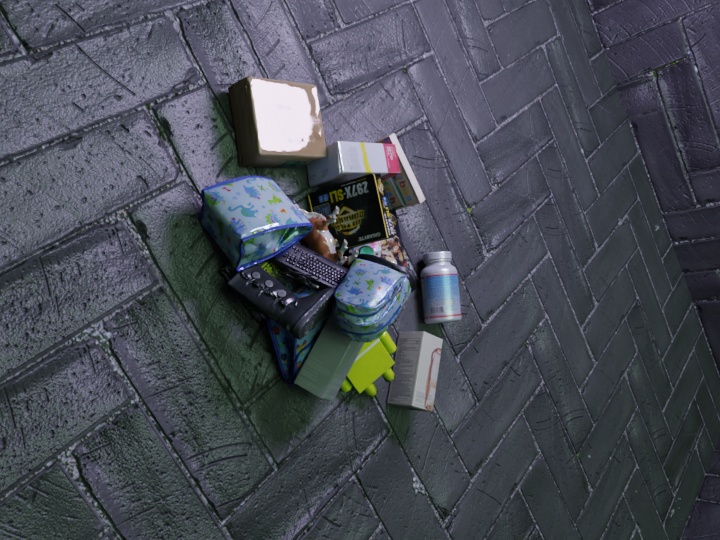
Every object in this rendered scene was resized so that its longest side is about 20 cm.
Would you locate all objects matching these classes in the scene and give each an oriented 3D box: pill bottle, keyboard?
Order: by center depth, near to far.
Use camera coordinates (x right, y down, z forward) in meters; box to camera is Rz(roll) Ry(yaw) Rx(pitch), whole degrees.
[{"bbox_3d":[-0.113,-0.007,1.342,0.198,0.040,0.105,25,56,-7],"label":"keyboard"},{"bbox_3d":[0.231,0.050,1.692,0.108,0.108,0.203,-1,85,-40],"label":"pill bottle"}]

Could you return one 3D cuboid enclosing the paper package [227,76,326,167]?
[{"bbox_3d":[-0.197,-0.349,1.396,0.199,0.103,0.193,-8,90,-41],"label":"paper package"}]

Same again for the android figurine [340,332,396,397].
[{"bbox_3d":[0.007,0.225,1.477,0.182,0.041,0.201,-40,117,-10],"label":"android figurine"}]

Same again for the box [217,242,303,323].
[{"bbox_3d":[-0.213,-0.001,1.368,0.200,0.044,0.161,-47,113,-34],"label":"box"}]

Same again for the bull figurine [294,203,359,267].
[{"bbox_3d":[-0.093,-0.084,1.419,0.202,0.121,0.065,63,25,-1],"label":"bull figurine"}]

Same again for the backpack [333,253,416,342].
[{"bbox_3d":[0.017,0.061,1.288,0.201,0.162,0.154,-59,161,-25],"label":"backpack"}]

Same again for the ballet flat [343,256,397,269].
[{"bbox_3d":[0.000,0.000,1.484,0.198,0.057,0.067,-12,55,-11],"label":"ballet flat"}]

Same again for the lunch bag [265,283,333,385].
[{"bbox_3d":[-0.133,0.161,1.373,0.150,0.093,0.202,-42,138,-46],"label":"lunch bag"}]

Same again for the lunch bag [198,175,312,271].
[{"bbox_3d":[-0.229,-0.116,1.284,0.199,0.128,0.170,-28,66,-34],"label":"lunch bag"}]

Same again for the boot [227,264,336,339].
[{"bbox_3d":[-0.168,0.045,1.276,0.199,0.066,0.165,30,39,17],"label":"boot"}]

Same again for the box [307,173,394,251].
[{"bbox_3d":[-0.025,-0.138,1.445,0.049,0.198,0.162,-11,89,-60],"label":"box"}]

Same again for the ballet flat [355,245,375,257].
[{"bbox_3d":[0.016,0.040,1.428,0.069,0.069,0.202,12,69,-38],"label":"ballet flat"}]

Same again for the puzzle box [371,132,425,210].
[{"bbox_3d":[0.086,-0.264,1.601,0.025,0.132,0.201,-38,107,-37],"label":"puzzle box"}]

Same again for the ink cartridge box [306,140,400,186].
[{"bbox_3d":[-0.020,-0.272,1.505,0.199,0.144,0.084,-8,87,-40],"label":"ink cartridge box"}]

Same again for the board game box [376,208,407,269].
[{"bbox_3d":[0.060,-0.062,1.613,0.135,0.034,0.202,-14,93,-40],"label":"board game box"}]

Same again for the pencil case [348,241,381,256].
[{"bbox_3d":[-0.010,-0.128,1.515,0.090,0.083,0.202,-14,90,-18],"label":"pencil case"}]

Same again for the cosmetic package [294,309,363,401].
[{"bbox_3d":[-0.062,0.197,1.363,0.202,0.089,0.107,-63,161,-12],"label":"cosmetic package"}]

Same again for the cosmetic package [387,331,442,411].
[{"bbox_3d":[0.150,0.275,1.595,0.087,0.103,0.202,24,70,-37],"label":"cosmetic package"}]
